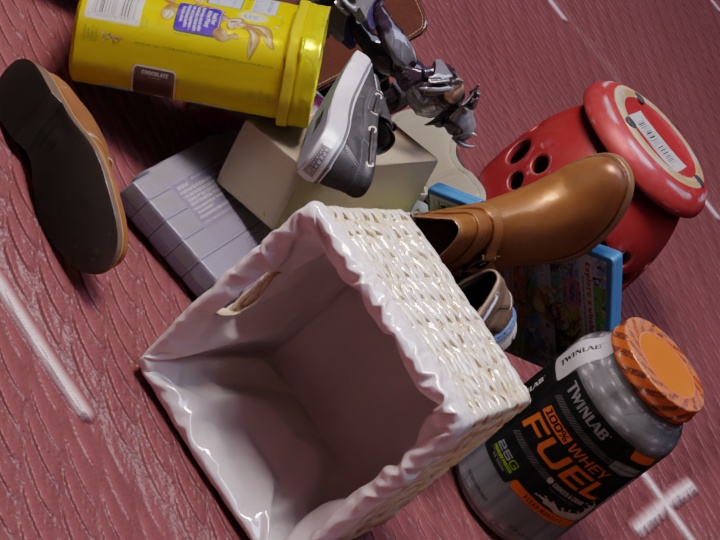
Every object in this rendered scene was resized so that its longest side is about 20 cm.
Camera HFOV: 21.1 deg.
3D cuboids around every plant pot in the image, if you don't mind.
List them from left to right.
[{"bbox_3d":[0.256,-0.087,2.065,0.200,0.182,0.201,38,26,-23],"label":"plant pot"}]

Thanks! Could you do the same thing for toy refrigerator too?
[{"bbox_3d":[-0.027,-0.084,1.662,0.076,0.070,0.200,40,26,25],"label":"toy refrigerator"}]

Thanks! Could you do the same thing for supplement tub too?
[{"bbox_3d":[0.185,0.135,1.634,0.122,0.200,0.123,35,29,-23],"label":"supplement tub"}]

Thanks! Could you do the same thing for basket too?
[{"bbox_3d":[-0.012,0.082,1.414,0.200,0.198,0.161,56,25,15],"label":"basket"}]

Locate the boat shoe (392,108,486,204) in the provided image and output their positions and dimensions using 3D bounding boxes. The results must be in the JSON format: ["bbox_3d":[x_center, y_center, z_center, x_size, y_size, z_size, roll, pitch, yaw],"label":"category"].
[{"bbox_3d":[0.077,-0.092,1.932,0.200,0.072,0.060,-119,-166,-50],"label":"boat shoe"}]

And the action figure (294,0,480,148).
[{"bbox_3d":[0.033,-0.181,1.701,0.200,0.130,0.069,47,64,-7],"label":"action figure"}]

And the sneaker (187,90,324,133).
[{"bbox_3d":[-0.069,-0.150,1.765,0.200,0.081,0.088,32,32,-31],"label":"sneaker"}]

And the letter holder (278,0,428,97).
[{"bbox_3d":[-0.026,-0.260,1.878,0.201,0.142,0.101,60,-1,22],"label":"letter holder"}]

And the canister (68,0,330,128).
[{"bbox_3d":[-0.131,-0.187,1.609,0.199,0.087,0.149,11,21,-1],"label":"canister"}]

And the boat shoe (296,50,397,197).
[{"bbox_3d":[-0.002,-0.117,1.587,0.066,0.070,0.200,31,24,-8],"label":"boat shoe"}]

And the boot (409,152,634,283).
[{"bbox_3d":[0.116,-0.037,1.583,0.154,0.200,0.074,6,56,-58],"label":"boot"}]

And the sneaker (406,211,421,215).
[{"bbox_3d":[0.000,0.000,1.660,0.200,0.090,0.079,-30,112,-59],"label":"sneaker"}]

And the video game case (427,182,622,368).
[{"bbox_3d":[0.143,0.015,1.711,0.199,0.144,0.018,23,41,34],"label":"video game case"}]

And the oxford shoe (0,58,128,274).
[{"bbox_3d":[-0.210,-0.077,1.472,0.071,0.071,0.201,22,36,-51],"label":"oxford shoe"}]

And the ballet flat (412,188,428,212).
[{"bbox_3d":[0.031,-0.066,1.813,0.067,0.067,0.200,14,35,-15],"label":"ballet flat"}]

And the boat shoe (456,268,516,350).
[{"bbox_3d":[0.041,0.064,1.557,0.200,0.073,0.072,-38,49,-26],"label":"boat shoe"}]

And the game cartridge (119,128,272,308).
[{"bbox_3d":[-0.116,-0.045,1.611,0.130,0.038,0.200,46,26,3],"label":"game cartridge"}]
